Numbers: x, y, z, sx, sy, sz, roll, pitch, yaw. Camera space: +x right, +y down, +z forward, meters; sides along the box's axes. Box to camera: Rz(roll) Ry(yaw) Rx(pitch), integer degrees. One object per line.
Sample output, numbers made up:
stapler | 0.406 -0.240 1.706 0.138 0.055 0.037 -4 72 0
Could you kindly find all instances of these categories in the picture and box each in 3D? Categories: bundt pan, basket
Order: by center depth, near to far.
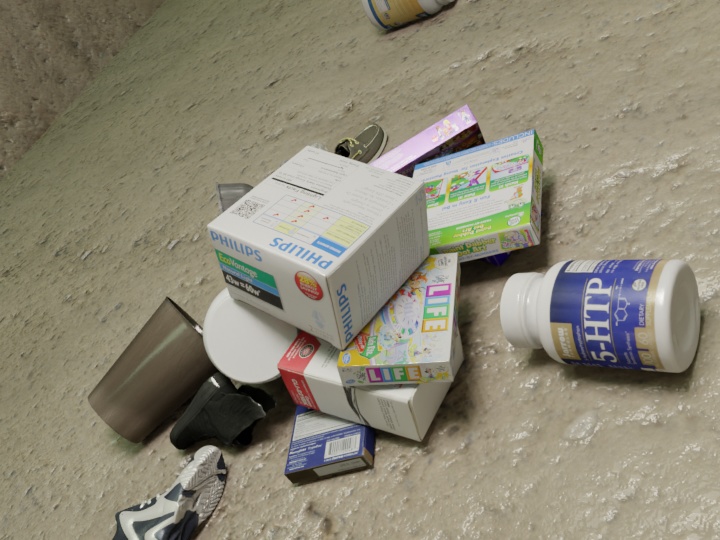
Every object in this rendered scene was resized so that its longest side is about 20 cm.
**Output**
basket | -0.332 0.167 1.224 0.200 0.136 0.180 -46 41 -8
bundt pan | -0.200 -0.062 1.327 0.075 0.204 0.203 -12 35 -8

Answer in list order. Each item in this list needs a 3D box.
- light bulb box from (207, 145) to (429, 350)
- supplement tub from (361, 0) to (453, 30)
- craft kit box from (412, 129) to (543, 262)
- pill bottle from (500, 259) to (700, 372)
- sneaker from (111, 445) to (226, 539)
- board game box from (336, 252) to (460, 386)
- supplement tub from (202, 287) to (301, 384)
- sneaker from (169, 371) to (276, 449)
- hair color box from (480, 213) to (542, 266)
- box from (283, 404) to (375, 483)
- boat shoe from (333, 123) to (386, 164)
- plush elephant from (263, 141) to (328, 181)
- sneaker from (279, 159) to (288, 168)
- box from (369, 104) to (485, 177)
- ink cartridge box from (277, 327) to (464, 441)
light bulb box | -0.047 -0.037 0.945 0.197 0.126 0.200 22 50 31
supplement tub | 0.113 -0.664 1.769 0.198 0.145 0.146 -8 44 35
craft kit box | 0.160 -0.099 1.072 0.198 0.049 0.199 -13 40 29
pill bottle | 0.267 0.048 0.853 0.198 0.120 0.120 -1 48 40
sneaker | -0.276 0.328 1.033 0.128 0.080 0.201 3 61 31
board game box | 0.053 0.057 0.935 0.133 0.034 0.201 -5 37 14
supplement tub | -0.151 0.083 1.089 0.145 0.146 0.200 -38 5 -2
sneaker | -0.203 0.225 1.092 0.060 0.104 0.200 -25 -25 -56
hair color box | 0.164 -0.088 1.146 0.109 0.065 0.199 -48 35 -14
box | -0.034 0.186 1.028 0.120 0.032 0.201 -19 39 23
boat shoe | -0.023 -0.218 1.453 0.072 0.060 0.202 16 61 48
plush elephant | -0.077 -0.139 1.291 0.163 0.156 0.200 -22 19 21
sneaker | -0.165 -0.141 1.474 0.112 0.078 0.201 -39 19 21
box | 0.109 -0.178 1.234 0.199 0.137 0.039 -30 69 10
ink cartridge box | 0.017 0.118 0.975 0.198 0.084 0.145 9 47 32
